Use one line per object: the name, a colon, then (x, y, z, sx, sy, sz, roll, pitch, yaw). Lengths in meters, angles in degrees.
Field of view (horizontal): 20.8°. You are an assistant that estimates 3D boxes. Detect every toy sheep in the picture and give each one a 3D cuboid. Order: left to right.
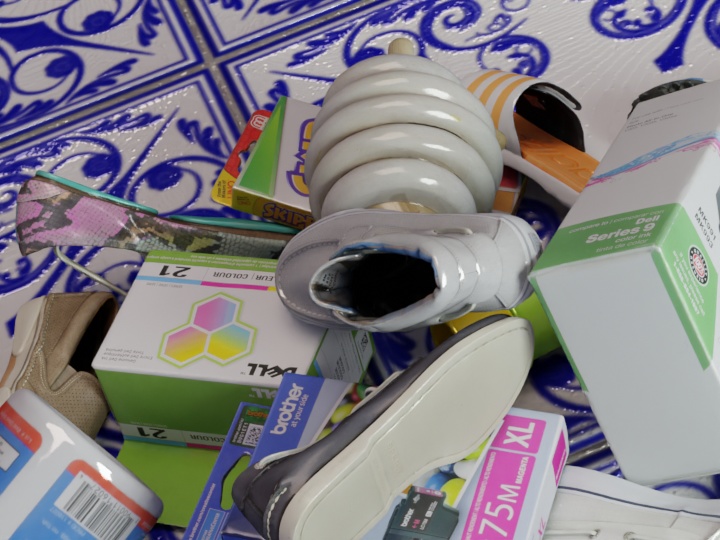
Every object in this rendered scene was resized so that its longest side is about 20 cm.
toy sheep: (0.029, -0.067, 1.232, 0.137, 0.138, 0.201, -10, 48, 7)

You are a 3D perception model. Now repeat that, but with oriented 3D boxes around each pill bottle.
pill bottle: (-0.212, 0.176, 1.103, 0.112, 0.112, 0.200, 33, 80, 40)

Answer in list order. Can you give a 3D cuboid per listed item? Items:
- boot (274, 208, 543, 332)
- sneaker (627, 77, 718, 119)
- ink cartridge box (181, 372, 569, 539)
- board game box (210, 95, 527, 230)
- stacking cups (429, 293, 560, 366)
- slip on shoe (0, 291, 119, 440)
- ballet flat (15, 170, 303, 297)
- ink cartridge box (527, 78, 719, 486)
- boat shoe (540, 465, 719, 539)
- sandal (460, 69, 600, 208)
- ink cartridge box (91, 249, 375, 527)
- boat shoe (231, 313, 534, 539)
boot: (0.000, 0.000, 1.102, 0.199, 0.074, 0.095, -8, -1, 44)
sneaker: (0.277, -0.101, 1.302, 0.198, 0.073, 0.072, -2, 10, 24)
ink cartridge box: (0.005, 0.120, 1.085, 0.198, 0.042, 0.120, 6, 48, 18)
board game box: (0.006, -0.057, 1.322, 0.198, 0.030, 0.096, 15, 50, 11)
stacking cups: (0.141, 0.012, 1.232, 0.199, 0.061, 0.061, -25, 43, -16)
slip on shoe: (-0.188, 0.087, 1.241, 0.060, 0.076, 0.201, -15, 35, 11)
ballet flat: (-0.134, -0.014, 1.312, 0.198, 0.072, 0.069, 11, -1, -15)
ink cartridge box: (0.189, 0.002, 1.117, 0.087, 0.146, 0.200, -15, 24, 33)
boat shoe: (0.166, 0.165, 1.047, 0.201, 0.075, 0.086, 12, 50, 32)
sandal: (0.127, -0.096, 1.319, 0.079, 0.060, 0.206, -8, 33, -45)
ink cartridge box: (-0.093, 0.088, 1.205, 0.146, 0.076, 0.201, 4, 46, 21)
boat shoe: (0.014, 0.077, 1.045, 0.062, 0.073, 0.200, 25, 49, 37)
